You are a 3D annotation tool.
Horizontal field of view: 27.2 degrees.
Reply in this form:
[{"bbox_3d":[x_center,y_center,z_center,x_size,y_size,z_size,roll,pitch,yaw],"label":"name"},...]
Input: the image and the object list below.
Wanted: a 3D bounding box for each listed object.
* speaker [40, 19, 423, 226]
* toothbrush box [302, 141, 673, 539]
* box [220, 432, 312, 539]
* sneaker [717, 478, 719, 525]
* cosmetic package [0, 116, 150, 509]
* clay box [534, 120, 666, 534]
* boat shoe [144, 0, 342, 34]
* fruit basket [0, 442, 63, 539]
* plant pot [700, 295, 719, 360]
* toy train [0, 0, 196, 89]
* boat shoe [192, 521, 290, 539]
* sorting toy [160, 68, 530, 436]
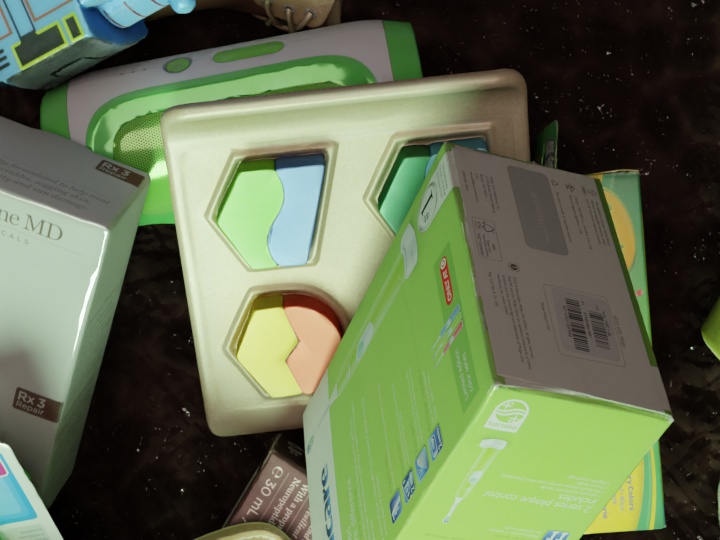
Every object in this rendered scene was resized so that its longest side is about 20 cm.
[{"bbox_3d":[-0.064,-0.077,0.791,0.198,0.088,0.089,-11,90,2],"label":"speaker"},{"bbox_3d":[0.046,0.067,0.687,0.085,0.146,0.201,12,131,-19],"label":"toothbrush box"},{"bbox_3d":[0.012,0.185,0.797,0.199,0.075,0.101,31,91,-1],"label":"box"},{"bbox_3d":[0.221,0.182,0.783,0.074,0.088,0.202,-2,92,0],"label":"sneaker"},{"bbox_3d":[-0.184,0.031,0.763,0.101,0.074,0.201,19,119,1],"label":"cosmetic package"},{"bbox_3d":[0.120,0.025,0.771,0.047,0.115,0.202,-3,91,1],"label":"clay box"},{"bbox_3d":[-0.032,-0.161,0.796,0.198,0.076,0.072,-16,92,3],"label":"boat shoe"},{"bbox_3d":[-0.221,0.168,0.749,0.183,0.094,0.201,-6,123,17],"label":"fruit basket"},{"bbox_3d":[0.276,-0.008,0.741,0.199,0.200,0.194,33,103,1],"label":"plant pot"},{"bbox_3d":[-0.121,-0.172,0.732,0.199,0.087,0.115,-24,94,19],"label":"toy train"},{"bbox_3d":[-0.106,0.178,0.698,0.199,0.065,0.072,-27,72,-27],"label":"boat shoe"},{"bbox_3d":[0.000,0.000,0.768,0.183,0.037,0.202,-6,119,0],"label":"sorting toy"}]
